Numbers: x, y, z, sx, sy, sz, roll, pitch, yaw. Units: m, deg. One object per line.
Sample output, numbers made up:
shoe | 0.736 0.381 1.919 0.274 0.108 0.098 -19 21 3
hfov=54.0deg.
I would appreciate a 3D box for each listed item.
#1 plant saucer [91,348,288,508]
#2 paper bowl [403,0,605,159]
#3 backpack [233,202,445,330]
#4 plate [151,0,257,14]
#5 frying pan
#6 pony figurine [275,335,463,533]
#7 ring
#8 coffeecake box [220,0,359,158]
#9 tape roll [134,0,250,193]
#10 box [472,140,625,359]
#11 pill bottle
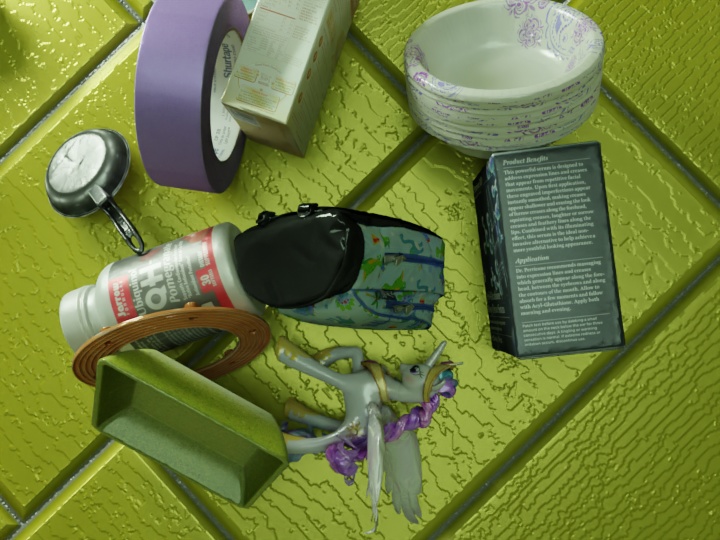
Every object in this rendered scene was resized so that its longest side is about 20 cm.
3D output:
plant saucer | -0.175 0.160 0.731 0.199 0.200 0.048 30 53 -4
paper bowl | 0.147 -0.194 0.741 0.200 0.105 0.201 -5 45 5
backpack | 0.000 0.000 0.727 0.163 0.200 0.154 -9 94 41
plate | -0.173 -0.384 0.831 0.199 0.026 0.201 0 86 2
frying pan | -0.304 -0.083 0.783 0.115 0.031 0.191 -23 61 12
pony figurine | 0.003 0.164 0.745 0.199 0.167 0.194 3 79 18
ring | -0.191 0.080 0.726 0.200 0.201 0.019 -18 65 1
coffeecake box | -0.068 -0.240 0.754 0.073 0.154 0.201 20 87 3
tape roll | -0.165 -0.183 0.731 0.065 0.200 0.201 7 87 2
box | 0.188 -0.016 0.735 0.107 0.148 0.201 -6 86 2
pill bottle | -0.213 0.030 0.764 0.199 0.111 0.111 -20 86 5
